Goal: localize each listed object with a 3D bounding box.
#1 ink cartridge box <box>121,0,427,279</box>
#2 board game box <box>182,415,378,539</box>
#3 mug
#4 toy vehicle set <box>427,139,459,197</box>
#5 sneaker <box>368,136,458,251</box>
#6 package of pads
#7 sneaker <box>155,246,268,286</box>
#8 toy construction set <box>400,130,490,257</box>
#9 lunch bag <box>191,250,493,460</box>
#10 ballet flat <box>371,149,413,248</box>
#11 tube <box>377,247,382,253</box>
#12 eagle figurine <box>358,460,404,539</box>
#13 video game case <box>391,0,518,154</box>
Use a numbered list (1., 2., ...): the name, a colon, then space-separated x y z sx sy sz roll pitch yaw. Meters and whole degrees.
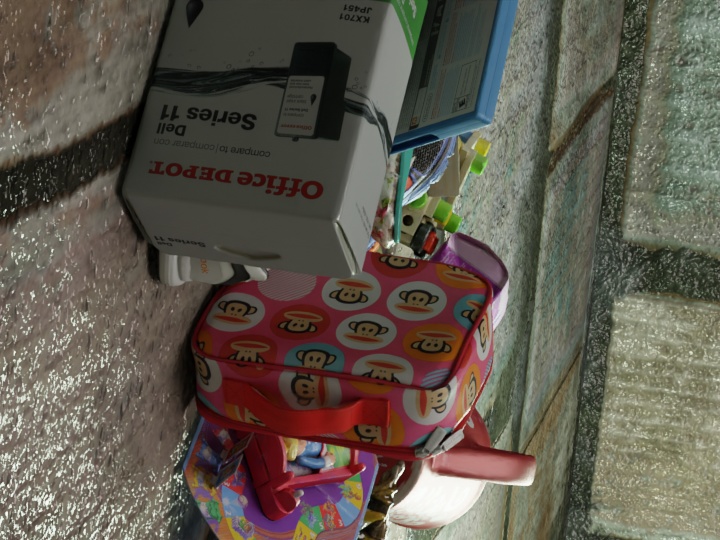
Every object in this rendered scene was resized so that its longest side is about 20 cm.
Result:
1. ink cartridge box: -0.052 -0.109 1.423 0.083 0.145 0.201 66 33 -64
2. board game box: -0.042 0.133 1.636 0.158 0.039 0.201 42 42 -22
3. mug: 0.048 0.152 2.001 0.134 0.176 0.200 70 14 12
4. toy vehicle set: 0.062 -0.170 1.871 0.124 0.026 0.202 -98 -174 -77
5. sneaker: 0.010 -0.078 1.777 0.201 0.075 0.078 -59 154 -7
6. package of pads: 0.080 0.041 2.111 0.121 0.076 0.200 -51 172 -7
7. sneaker: -0.073 -0.031 1.533 0.200 0.079 0.074 -56 150 -65
8. toy construction set: 0.058 -0.084 2.033 0.132 0.092 0.200 -64 160 -1
9. lunch bag: -0.014 0.060 1.577 0.176 0.198 0.082 -59 153 -53
10. ballet flat: 0.014 -0.109 1.724 0.076 0.063 0.201 86 13 -63
11. tube: 0.002 0.028 1.971 0.058 0.052 0.200 -53 -177 19
12. eagle figurine: -0.048 0.188 1.741 0.199 0.151 0.152 2 53 -44
13. video game case: 0.039 -0.152 1.639 0.018 0.199 0.144 25 67 -32
